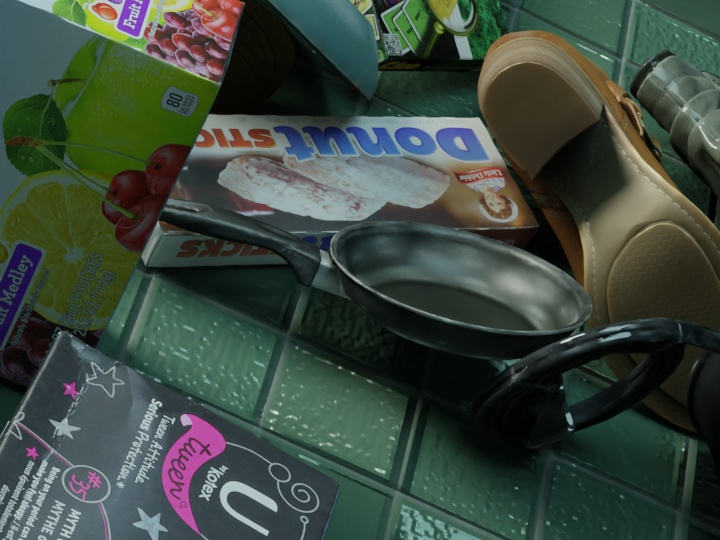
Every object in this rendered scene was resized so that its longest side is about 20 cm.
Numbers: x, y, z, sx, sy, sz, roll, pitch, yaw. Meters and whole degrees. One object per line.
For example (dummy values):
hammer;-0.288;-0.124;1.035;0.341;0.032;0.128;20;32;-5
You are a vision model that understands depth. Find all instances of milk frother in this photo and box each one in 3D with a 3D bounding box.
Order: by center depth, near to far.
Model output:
milk frother;0.167;0.105;1.089;0.199;0.181;0.189;-22;47;7

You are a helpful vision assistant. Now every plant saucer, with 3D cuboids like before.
plant saucer;-0.059;-0.155;1.196;0.200;0.027;0.200;45;3;-3

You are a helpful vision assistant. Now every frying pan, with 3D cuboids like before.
frying pan;0.009;0.007;1.110;0.189;0.031;0.115;1;23;-30

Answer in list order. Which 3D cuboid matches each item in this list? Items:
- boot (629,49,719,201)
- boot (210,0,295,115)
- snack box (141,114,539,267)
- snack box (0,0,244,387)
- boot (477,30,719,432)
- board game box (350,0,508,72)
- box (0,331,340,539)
boot;0.173;-0.054;1.266;0.131;0.068;0.200;44;9;20
boot;-0.129;-0.155;1.213;0.199;0.072;0.155;20;28;-32
snack box;-0.018;-0.037;1.191;0.199;0.024;0.072;-2;49;-34
snack box;-0.168;-0.061;1.005;0.199;0.169;0.068;22;35;-8
boot;0.126;-0.028;1.241;0.201;0.073;0.155;59;11;-5
board game box;0.013;-0.194;1.303;0.104;0.023;0.201;-4;76;-53
box;-0.100;0.145;0.850;0.114;0.132;0.200;30;38;-6
